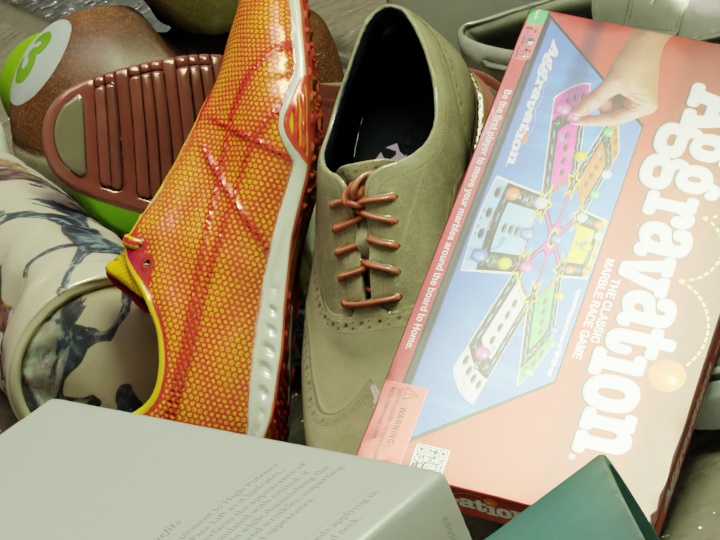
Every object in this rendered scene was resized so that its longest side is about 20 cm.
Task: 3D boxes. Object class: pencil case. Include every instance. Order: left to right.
[{"bbox_3d":[-0.132,0.016,1.145,0.078,0.090,0.200,11,11,-28],"label":"pencil case"}]

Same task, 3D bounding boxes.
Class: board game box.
[{"bbox_3d":[0.078,-0.001,0.962,0.103,0.019,0.200,13,58,14],"label":"board game box"}]

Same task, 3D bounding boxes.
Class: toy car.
[{"bbox_3d":[-0.085,-0.139,1.269,0.158,0.200,0.164,-8,22,-18],"label":"toy car"}]

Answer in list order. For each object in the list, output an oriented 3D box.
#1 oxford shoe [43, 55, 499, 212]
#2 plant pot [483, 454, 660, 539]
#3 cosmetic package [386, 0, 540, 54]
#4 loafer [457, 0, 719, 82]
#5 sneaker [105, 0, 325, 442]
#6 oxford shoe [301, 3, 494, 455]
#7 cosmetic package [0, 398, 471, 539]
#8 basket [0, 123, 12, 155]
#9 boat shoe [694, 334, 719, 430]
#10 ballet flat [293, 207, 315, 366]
[{"bbox_3d":[-0.037,-0.048,1.177,0.200,0.071,0.075,2,-8,-16],"label":"oxford shoe"},{"bbox_3d":[0.031,0.164,0.571,0.161,0.201,0.201,-31,23,4],"label":"plant pot"},{"bbox_3d":[0.116,-0.152,1.276,0.200,0.085,0.108,-13,25,41],"label":"cosmetic package"},{"bbox_3d":[0.124,-0.101,1.172,0.200,0.070,0.070,-18,28,39],"label":"loafer"},{"bbox_3d":[-0.054,-0.022,1.042,0.077,0.200,0.073,8,-16,5],"label":"sneaker"},{"bbox_3d":[0.004,-0.002,1.000,0.070,0.075,0.200,-8,58,20],"label":"oxford shoe"},{"bbox_3d":[-0.063,0.105,0.907,0.200,0.074,0.102,6,33,47],"label":"cosmetic package"},{"bbox_3d":[-0.287,-0.053,1.257,0.161,0.200,0.198,-2,28,38],"label":"basket"},{"bbox_3d":[0.147,-0.018,1.021,0.072,0.071,0.200,-4,30,28],"label":"boat shoe"},{"bbox_3d":[0.000,0.000,1.095,0.200,0.074,0.074,-4,27,30],"label":"ballet flat"}]
